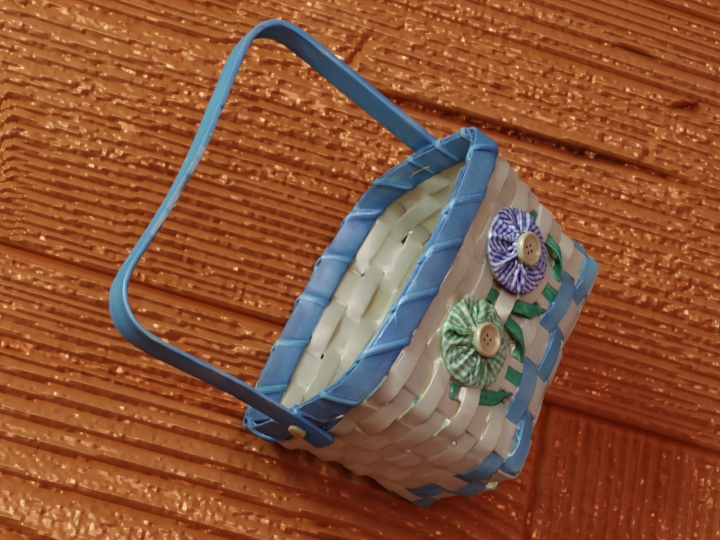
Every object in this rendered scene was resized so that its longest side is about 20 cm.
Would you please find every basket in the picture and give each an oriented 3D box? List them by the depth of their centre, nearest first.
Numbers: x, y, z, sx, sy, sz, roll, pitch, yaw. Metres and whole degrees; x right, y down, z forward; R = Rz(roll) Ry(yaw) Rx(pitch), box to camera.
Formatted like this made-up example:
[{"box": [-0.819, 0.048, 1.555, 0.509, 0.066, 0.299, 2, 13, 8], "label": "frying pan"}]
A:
[{"box": [0.000, 0.000, 0.999, 0.200, 0.139, 0.176, 31, 62, -14], "label": "basket"}]
